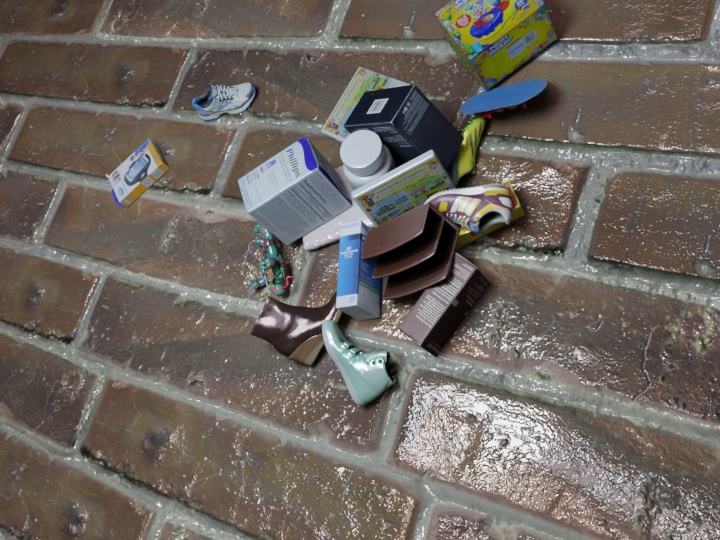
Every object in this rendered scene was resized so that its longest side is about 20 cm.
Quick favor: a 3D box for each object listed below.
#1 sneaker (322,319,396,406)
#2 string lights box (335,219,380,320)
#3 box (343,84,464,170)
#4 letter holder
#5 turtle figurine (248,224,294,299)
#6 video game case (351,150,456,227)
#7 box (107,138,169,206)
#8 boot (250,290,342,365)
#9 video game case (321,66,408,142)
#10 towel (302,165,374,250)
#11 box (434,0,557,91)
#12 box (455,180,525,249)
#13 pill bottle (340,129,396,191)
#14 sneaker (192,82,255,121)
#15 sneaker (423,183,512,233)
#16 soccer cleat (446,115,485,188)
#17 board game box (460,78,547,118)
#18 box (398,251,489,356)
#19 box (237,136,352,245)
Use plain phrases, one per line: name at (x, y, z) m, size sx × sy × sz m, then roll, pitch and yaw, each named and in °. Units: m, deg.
sneaker at (0.002, 0.177, 1.546) m, size 0.118 × 0.074 × 0.202 m, roll -32°, pitch 81°, yaw 17°
string lights box at (0.000, 0.000, 1.615) m, size 0.058 × 0.103 × 0.203 m, roll -10°, pitch 66°, yaw 30°
box at (0.095, -0.310, 1.600) m, size 0.199 × 0.182 × 0.105 m, roll 14°, pitch 68°, yaw 56°
letter holder at (0.096, -0.032, 1.518) m, size 0.199 × 0.100 × 0.143 m, roll -22°, pitch 41°, yaw 47°
turtle figurine at (-0.222, -0.005, 1.740) m, size 0.150 × 0.099 × 0.202 m, roll 127°, pitch 138°, yaw -51°
video game case at (0.108, -0.156, 1.567) m, size 0.198 × 0.182 × 0.023 m, roll -26°, pitch 47°, yaw 16°
box at (-0.665, -0.282, 2.107) m, size 0.199 × 0.041 × 0.119 m, roll -40°, pitch 58°, yaw 6°
boot at (-0.138, 0.102, 1.625) m, size 0.165 × 0.072 × 0.201 m, roll 31°, pitch 93°, yaw -4°
video game case at (0.016, -0.407, 1.815) m, size 0.181 × 0.023 × 0.201 m, roll 29°, pitch 86°, yaw 32°
towel at (-0.059, -0.160, 1.752) m, size 0.198 × 0.032 × 0.193 m, roll -19°, pitch 62°, yaw 19°
box at (0.311, -0.567, 1.659) m, size 0.199 × 0.122 × 0.194 m, roll -35°, pitch 53°, yaw 11°
box at (0.254, -0.114, 1.561) m, size 0.198 × 0.050 × 0.076 m, roll -26°, pitch 60°, yaw 16°
pill bottle at (0.026, -0.220, 1.605) m, size 0.112 × 0.200 × 0.115 m, roll -6°, pitch 65°, yaw 13°
sneaker at (-0.389, -0.485, 2.017) m, size 0.198 × 0.085 × 0.078 m, roll -19°, pitch 63°, yaw 19°
sneaker at (0.221, -0.121, 1.507) m, size 0.198 × 0.075 × 0.091 m, roll -11°, pitch 61°, yaw 24°
soccer cleat at (0.238, -0.263, 1.632) m, size 0.083 × 0.065 × 0.201 m, roll 34°, pitch 77°, yaw -5°
board game box at (0.324, -0.374, 1.604) m, size 0.198 × 0.039 × 0.158 m, roll -5°, pitch 29°, yaw 33°
box at (0.176, 0.072, 1.499) m, size 0.075 × 0.100 × 0.201 m, roll 38°, pitch 91°, yaw 33°
box at (-0.153, -0.183, 1.681) m, size 0.199 × 0.184 × 0.106 m, roll -30°, pitch 58°, yaw 12°
